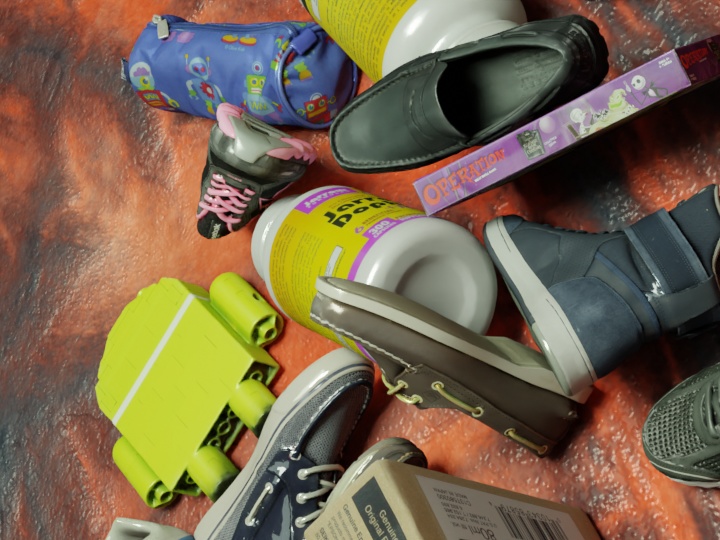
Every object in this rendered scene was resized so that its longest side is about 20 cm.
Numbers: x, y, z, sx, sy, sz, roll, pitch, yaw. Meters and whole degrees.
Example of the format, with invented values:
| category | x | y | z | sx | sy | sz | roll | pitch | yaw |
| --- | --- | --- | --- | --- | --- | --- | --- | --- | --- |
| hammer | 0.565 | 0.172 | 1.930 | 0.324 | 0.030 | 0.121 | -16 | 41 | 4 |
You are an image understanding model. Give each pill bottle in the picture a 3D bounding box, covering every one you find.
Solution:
| category | x | y | z | sx | sy | sz | roll | pitch | yaw |
| --- | --- | --- | --- | --- | --- | --- | --- | --- | --- |
| pill bottle | 0.044 | -0.175 | 1.275 | 0.112 | 0.112 | 0.200 | -53 | 48 | 16 |
| pill bottle | 0.000 | 0.000 | 1.248 | 0.200 | 0.104 | 0.104 | 22 | 91 | 59 |

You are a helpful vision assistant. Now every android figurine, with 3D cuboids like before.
| category | x | y | z | sx | sy | sz | roll | pitch | yaw |
| --- | --- | --- | --- | --- | --- | --- | --- | --- | --- |
| android figurine | -0.133 | 0.086 | 1.398 | 0.200 | 0.041 | 0.182 | 41 | 104 | 42 |

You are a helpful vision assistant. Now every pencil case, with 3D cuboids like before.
| category | x | y | z | sx | sy | sz | roll | pitch | yaw |
| --- | --- | --- | --- | --- | --- | --- | --- | --- | --- |
| pencil case | -0.095 | -0.157 | 1.418 | 0.200 | 0.087 | 0.078 | 11 | 49 | 43 |

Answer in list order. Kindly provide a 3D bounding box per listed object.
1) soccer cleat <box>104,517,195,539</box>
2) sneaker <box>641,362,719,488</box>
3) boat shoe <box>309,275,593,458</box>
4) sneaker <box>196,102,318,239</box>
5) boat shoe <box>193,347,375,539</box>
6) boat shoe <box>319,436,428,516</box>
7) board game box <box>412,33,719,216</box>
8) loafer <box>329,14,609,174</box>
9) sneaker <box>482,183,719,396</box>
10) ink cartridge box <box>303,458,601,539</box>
| category | x | y | z | sx | sy | sz | roll | pitch | yaw |
| --- | --- | --- | --- | --- | --- | --- | --- | --- | --- |
| soccer cleat | -0.145 | 0.240 | 1.277 | 0.070 | 0.086 | 0.200 | -60 | 18 | 14 |
| sneaker | 0.237 | 0.061 | 1.033 | 0.200 | 0.086 | 0.080 | -28 | 56 | 34 |
| boat shoe | 0.051 | 0.060 | 1.132 | 0.060 | 0.200 | 0.072 | -63 | 27 | 8 |
| sneaker | -0.086 | -0.063 | 1.325 | 0.095 | 0.079 | 0.200 | -61 | 2 | -1 |
| boat shoe | -0.033 | 0.154 | 1.270 | 0.093 | 0.075 | 0.200 | 49 | 118 | 35 |
| boat shoe | 0.007 | 0.209 | 1.215 | 0.073 | 0.074 | 0.200 | 28 | 104 | 34 |
| board game box | 0.141 | -0.094 | 1.155 | 0.200 | 0.120 | 0.032 | -26 | 93 | 34 |
| loafer | 0.058 | -0.108 | 1.146 | 0.200 | 0.070 | 0.068 | -19 | 90 | 31 |
| sneaker | 0.161 | -0.007 | 1.140 | 0.146 | 0.077 | 0.202 | -30 | 25 | 2 |
| ink cartridge box | 0.084 | 0.204 | 1.046 | 0.075 | 0.200 | 0.165 | -47 | 50 | 22 |
